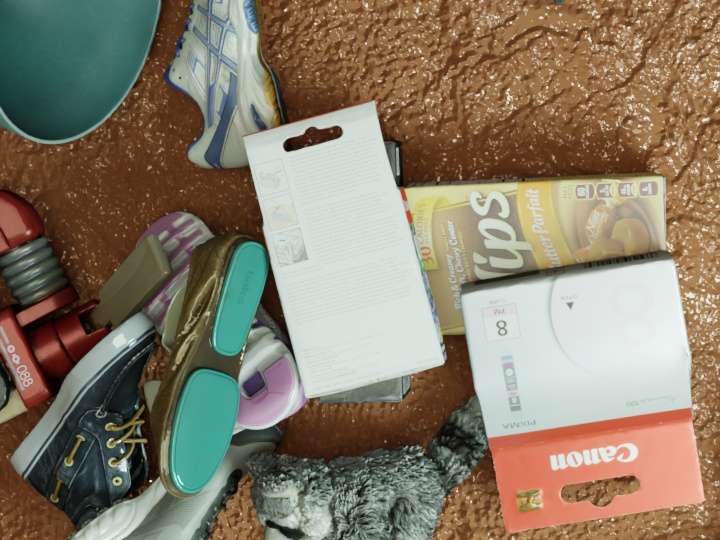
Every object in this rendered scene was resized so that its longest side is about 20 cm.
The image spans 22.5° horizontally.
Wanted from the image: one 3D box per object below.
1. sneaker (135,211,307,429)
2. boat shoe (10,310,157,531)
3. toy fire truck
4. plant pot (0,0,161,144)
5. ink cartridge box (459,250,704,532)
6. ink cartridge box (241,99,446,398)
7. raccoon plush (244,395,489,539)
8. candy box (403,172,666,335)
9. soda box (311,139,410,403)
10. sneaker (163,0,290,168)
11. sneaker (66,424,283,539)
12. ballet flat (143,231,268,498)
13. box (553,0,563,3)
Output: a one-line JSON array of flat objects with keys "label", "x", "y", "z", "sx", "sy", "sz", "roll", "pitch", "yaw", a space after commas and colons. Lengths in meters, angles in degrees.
[{"label": "sneaker", "x": -0.104, "y": 0.044, "z": 1.413, "sx": 0.080, "sy": 0.088, "sz": 0.201, "roll": -40, "pitch": 68, "yaw": 9}, {"label": "boat shoe", "x": -0.191, "y": 0.120, "z": 1.400, "sx": 0.091, "sy": 0.071, "sz": 0.200, "roll": 45, "pitch": 127, "yaw": 7}, {"label": "toy fire truck", "x": -0.249, "y": 0.005, "z": 1.404, "sx": 0.199, "sy": 0.129, "sz": 0.177, "roll": -26, "pitch": 91, "yaw": -2}, {"label": "plant pot", "x": -0.263, "y": -0.210, "z": 1.363, "sx": 0.134, "sy": 0.200, "sz": 0.201, "roll": 20, "pitch": 97, "yaw": 28}, {"label": "ink cartridge box", "x": 0.169, "y": 0.095, "z": 1.356, "sx": 0.161, "sy": 0.057, "sz": 0.201, "roll": -10, "pitch": 95, "yaw": 6}, {"label": "ink cartridge box", "x": -0.012, "y": -0.016, "z": 1.347, "sx": 0.108, "sy": 0.050, "sz": 0.201, "roll": -14, "pitch": 92, "yaw": 7}, {"label": "raccoon plush", "x": 0.001, "y": 0.144, "z": 1.395, "sx": 0.134, "sy": 0.097, "sz": 0.200, "roll": 42, "pitch": 69, "yaw": -16}, {"label": "candy box", "x": 0.135, "y": -0.013, "z": 1.392, "sx": 0.198, "sy": 0.055, "sz": 0.116, "roll": -2, "pitch": 96, "yaw": 5}, {"label": "soda box", "x": 0.000, "y": 0.000, "z": 1.403, "sx": 0.070, "sy": 0.063, "sz": 0.202, "roll": -2, "pitch": 94, "yaw": 6}, {"label": "sneaker", "x": -0.116, "y": -0.176, "z": 1.395, "sx": 0.088, "sy": 0.075, "sz": 0.201, "roll": -11, "pitch": 93, "yaw": 7}, {"label": "sneaker", "x": -0.135, "y": 0.190, "z": 1.400, "sx": 0.200, "sy": 0.074, "sz": 0.079, "roll": -39, "pitch": 72, "yaw": -17}, {"label": "ballet flat", "x": -0.124, "y": 0.067, "z": 1.337, "sx": 0.072, "sy": 0.068, "sz": 0.201, "roll": 4, "pitch": 78, "yaw": 43}, {"label": "box", "x": 0.147, "y": -0.316, "z": 1.343, "sx": 0.122, "sy": 0.106, "sz": 0.201, "roll": 29, "pitch": 97, "yaw": 3}]
